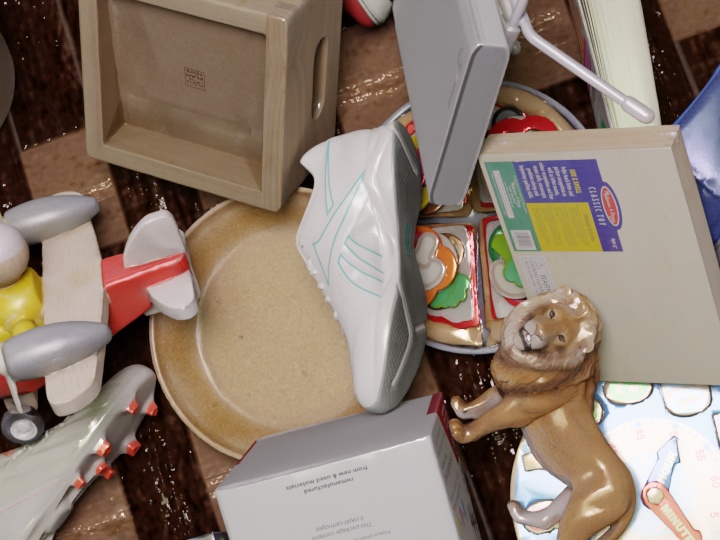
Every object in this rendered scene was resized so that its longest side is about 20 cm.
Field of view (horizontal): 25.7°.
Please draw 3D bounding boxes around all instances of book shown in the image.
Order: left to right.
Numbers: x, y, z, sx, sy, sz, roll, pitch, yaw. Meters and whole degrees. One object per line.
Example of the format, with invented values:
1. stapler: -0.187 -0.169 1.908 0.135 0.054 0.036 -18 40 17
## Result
1. book: 0.171 -0.173 1.105 0.048 0.134 0.200 -12 79 4

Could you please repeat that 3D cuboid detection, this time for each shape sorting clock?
1. shape sorting clock: 0.203 0.156 1.095 0.199 0.039 0.201 -1 80 8

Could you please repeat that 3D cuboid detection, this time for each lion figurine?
1. lion figurine: 0.136 0.115 1.060 0.122 0.072 0.200 -27 100 15

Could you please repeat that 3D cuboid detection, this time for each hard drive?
1. hard drive: 0.056 -0.160 1.049 0.026 0.132 0.200 3 45 -12

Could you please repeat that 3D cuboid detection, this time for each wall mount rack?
1. wall mount rack: 0.114 -0.131 1.045 0.074 0.200 0.174 -6 60 -17

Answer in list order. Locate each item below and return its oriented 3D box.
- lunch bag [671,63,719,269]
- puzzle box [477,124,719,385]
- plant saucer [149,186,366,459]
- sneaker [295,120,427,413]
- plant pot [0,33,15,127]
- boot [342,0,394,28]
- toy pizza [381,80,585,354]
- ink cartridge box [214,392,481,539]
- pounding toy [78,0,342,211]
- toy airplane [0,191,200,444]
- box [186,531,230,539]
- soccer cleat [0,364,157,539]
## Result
1. lunch bag: 0.280 -0.071 1.069 0.132 0.136 0.200 39 89 13
2. puzzle box: 0.167 -0.006 1.034 0.133 0.200 0.025 1 41 31
3. plant saucer: -0.054 0.041 1.146 0.200 0.035 0.201 -2 84 16
4. sneaker: 0.000 0.000 1.086 0.080 0.070 0.201 -6 76 20
5. plant pot: -0.346 -0.159 1.156 0.200 0.183 0.201 -1 81 9
6. boot: -0.081 -0.220 1.187 0.144 0.072 0.200 -45 72 2
7. toy pizza: 0.081 -0.040 1.133 0.200 0.032 0.201 -2 84 18
8. ink cartridge box: 0.010 0.204 1.041 0.144 0.145 0.200 -15 95 7
9. pounding toy: -0.083 -0.173 1.113 0.184 0.200 0.142 17 40 15
10. toy airplane: -0.211 0.014 1.101 0.200 0.141 0.199 0 50 47
11. box: -0.121 0.206 1.055 0.110 0.200 0.035 -18 79 5
12. soccer cleat: -0.225 0.141 1.147 0.078 0.069 0.200 38 94 17
